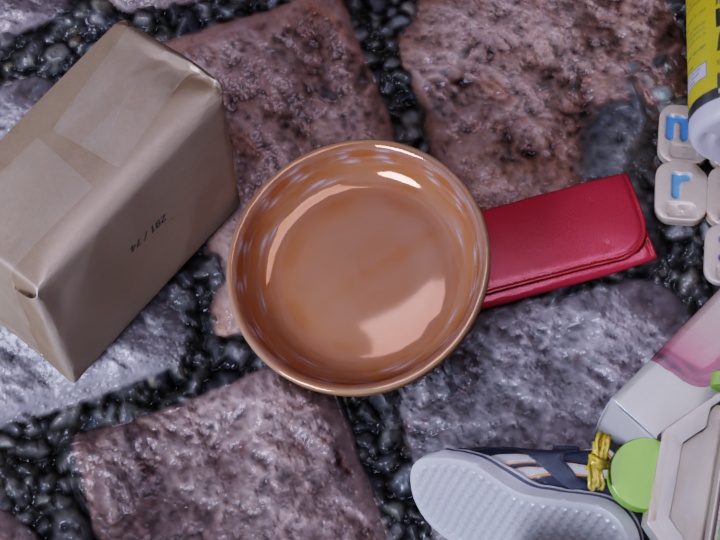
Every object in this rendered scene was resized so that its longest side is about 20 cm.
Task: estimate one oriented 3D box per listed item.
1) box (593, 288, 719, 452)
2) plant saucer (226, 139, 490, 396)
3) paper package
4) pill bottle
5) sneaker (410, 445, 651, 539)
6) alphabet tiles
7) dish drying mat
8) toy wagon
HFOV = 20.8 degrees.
[{"bbox_3d":[0.275,0.074,1.392,0.200,0.128,0.109,-43,77,-12],"label":"box"},{"bbox_3d":[0.000,0.000,1.464,0.199,0.037,0.201,-4,70,10],"label":"plant saucer"},{"bbox_3d":[-0.189,-0.046,1.415,0.103,0.191,0.200,36,72,16],"label":"paper package"},{"bbox_3d":[0.304,-0.189,1.496,0.111,0.111,0.201,2,68,1],"label":"pill bottle"},{"bbox_3d":[0.130,0.163,1.377,0.200,0.079,0.079,12,27,41],"label":"sneaker"},{"bbox_3d":[0.328,-0.074,1.518,0.199,0.015,0.196,5,69,2],"label":"alphabet tiles"},{"bbox_3d":[0.121,-0.017,1.494,0.199,0.018,0.077,-15,68,-5],"label":"dish drying mat"},{"bbox_3d":[0.244,0.145,1.284,0.199,0.040,0.156,12,76,2],"label":"toy wagon"}]
